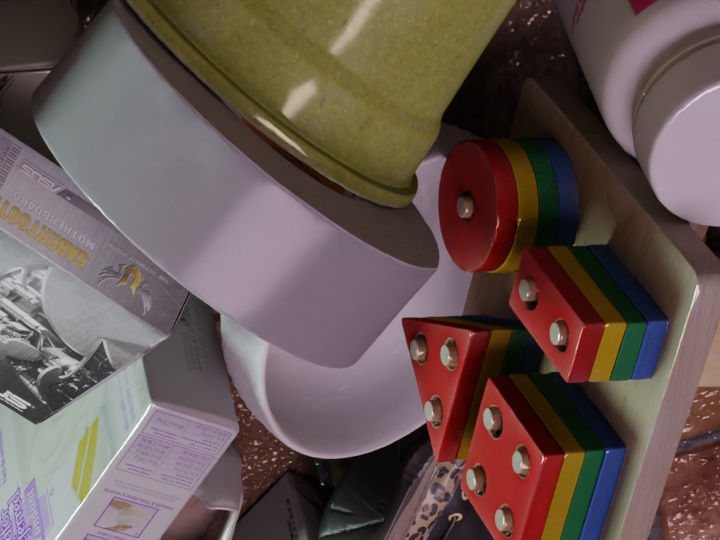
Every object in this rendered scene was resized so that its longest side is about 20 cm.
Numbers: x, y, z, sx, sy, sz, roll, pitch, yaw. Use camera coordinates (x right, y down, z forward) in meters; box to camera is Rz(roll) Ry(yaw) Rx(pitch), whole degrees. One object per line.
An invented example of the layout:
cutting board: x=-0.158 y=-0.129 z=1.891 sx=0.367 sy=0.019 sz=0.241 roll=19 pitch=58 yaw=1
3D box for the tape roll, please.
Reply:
tape roll: x=-0.057 y=-0.044 z=1.196 sx=0.200 sy=0.200 sz=0.066 roll=31 pitch=107 yaw=-35

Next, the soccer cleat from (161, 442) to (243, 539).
soccer cleat: x=-0.124 y=0.179 z=1.548 sx=0.069 sy=0.078 sz=0.200 roll=10 pitch=128 yaw=-23

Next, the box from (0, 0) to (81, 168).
box: x=-0.175 y=-0.049 z=1.327 sx=0.068 sy=0.082 sz=0.200 roll=-6 pitch=131 yaw=-8

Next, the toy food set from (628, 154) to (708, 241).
toy food set: x=0.174 y=-0.012 z=1.351 sx=0.060 sy=0.200 sz=0.143 roll=31 pitch=155 yaw=-12

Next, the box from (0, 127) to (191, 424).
box: x=-0.198 y=-0.014 z=1.230 sx=0.200 sy=0.048 sz=0.158 roll=34 pitch=148 yaw=-17

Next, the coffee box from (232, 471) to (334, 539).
coffee box: x=0.018 y=0.220 z=1.598 sx=0.200 sy=0.114 sz=0.080 roll=27 pitch=120 yaw=-32

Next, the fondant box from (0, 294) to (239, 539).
fondant box: x=-0.150 y=0.098 z=1.421 sx=0.058 sy=0.144 sz=0.200 roll=17 pitch=125 yaw=-28

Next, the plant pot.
plant pot: x=0.008 y=-0.163 z=1.213 sx=0.200 sy=0.200 sz=0.184 roll=33 pitch=106 yaw=-35

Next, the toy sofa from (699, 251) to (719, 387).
toy sofa: x=0.217 y=0.025 z=1.508 sx=0.200 sy=0.098 sz=0.083 roll=1 pitch=106 yaw=-16

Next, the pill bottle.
pill bottle: x=0.163 y=-0.121 z=1.267 sx=0.113 sy=0.200 sz=0.113 roll=-8 pitch=133 yaw=-8

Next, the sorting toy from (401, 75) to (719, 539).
sorting toy: x=0.088 y=0.034 z=1.295 sx=0.070 sy=0.199 sz=0.200 roll=-2 pitch=124 yaw=-24

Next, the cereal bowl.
cereal bowl: x=0.000 y=0.000 z=1.391 sx=0.200 sy=0.083 sz=0.200 roll=-30 pitch=140 yaw=-28

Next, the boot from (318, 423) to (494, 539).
boot: x=0.077 y=0.114 z=1.541 sx=0.151 sy=0.073 sz=0.200 roll=23 pitch=99 yaw=-45
